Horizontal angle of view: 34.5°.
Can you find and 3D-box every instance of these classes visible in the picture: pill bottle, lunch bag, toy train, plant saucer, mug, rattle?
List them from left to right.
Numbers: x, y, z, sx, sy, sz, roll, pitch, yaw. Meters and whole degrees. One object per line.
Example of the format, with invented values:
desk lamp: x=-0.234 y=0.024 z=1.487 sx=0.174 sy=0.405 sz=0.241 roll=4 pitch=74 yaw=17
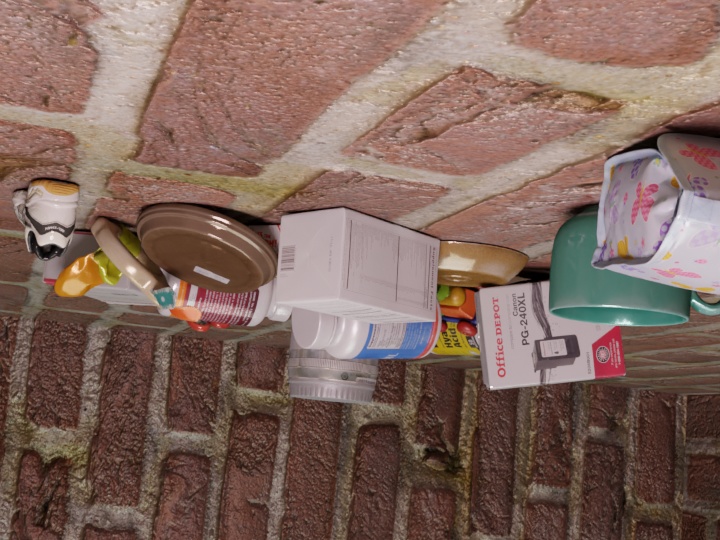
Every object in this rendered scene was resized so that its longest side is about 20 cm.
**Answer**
rattle: x=-0.324 y=0.035 z=1.581 sx=0.142 sy=0.201 sz=0.131 roll=-35 pitch=158 yaw=-12
plant saucer: x=-0.203 y=-0.022 z=1.521 sx=0.197 sy=0.030 sz=0.201 roll=13 pitch=154 yaw=6
pill bottle: x=-0.202 y=0.023 z=1.749 sx=0.197 sy=0.115 sz=0.113 roll=9 pitch=171 yaw=-20
pill bottle: x=0.007 y=0.068 z=1.632 sx=0.197 sy=0.114 sz=0.112 roll=3 pitch=174 yaw=-32
pill bottle: x=0.160 y=0.086 z=1.953 sx=0.110 sy=0.113 sz=0.198 roll=13 pitch=168 yaw=-42
plant saucer: x=0.136 y=-0.005 z=1.625 sx=0.196 sy=0.036 sz=0.200 roll=5 pitch=171 yaw=1
toy train: x=0.148 y=0.042 z=1.760 sx=0.115 sy=0.086 sz=0.199 roll=28 pitch=166 yaw=-35
mug: x=0.297 y=-0.005 z=1.267 sx=0.182 sy=0.117 sz=0.152 roll=8 pitch=170 yaw=-23
lunch bag: x=0.308 y=-0.045 z=0.977 sx=0.166 sy=0.130 sz=0.200 roll=8 pitch=-179 yaw=-6

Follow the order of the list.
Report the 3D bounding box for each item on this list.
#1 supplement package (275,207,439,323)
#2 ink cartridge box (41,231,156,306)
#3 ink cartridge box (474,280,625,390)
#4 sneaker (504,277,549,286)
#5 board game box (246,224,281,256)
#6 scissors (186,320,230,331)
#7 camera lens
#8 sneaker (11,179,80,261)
supplement package: x=0.000 y=0.000 z=1.474 sx=0.108 sy=0.116 sz=0.199 roll=-4 pitch=167 yaw=40
ink cartridge box: x=-0.378 y=-0.001 z=1.797 sx=0.142 sy=0.085 sz=0.200 roll=3 pitch=171 yaw=13
ink cartridge box: x=0.269 y=0.089 z=1.665 sx=0.196 sy=0.148 sz=0.083 roll=-6 pitch=177 yaw=2
sneaker: x=0.301 y=0.059 z=1.780 sx=0.198 sy=0.087 sz=0.076 roll=11 pitch=169 yaw=-35
board game box: x=-0.091 y=-0.021 z=1.618 sx=0.149 sy=0.047 sz=0.199 roll=1 pitch=170 yaw=26
scissors: x=-0.262 y=0.035 z=1.825 sx=0.072 sy=0.014 sz=0.201 roll=0 pitch=-147 yaw=-29
camera lens: x=-0.043 y=0.122 z=2.003 sx=0.157 sy=0.204 sz=0.160 roll=5 pitch=171 yaw=1
sneaker: x=-0.398 y=-0.055 z=1.447 sx=0.074 sy=0.089 sz=0.200 roll=6 pitch=173 yaw=-19
